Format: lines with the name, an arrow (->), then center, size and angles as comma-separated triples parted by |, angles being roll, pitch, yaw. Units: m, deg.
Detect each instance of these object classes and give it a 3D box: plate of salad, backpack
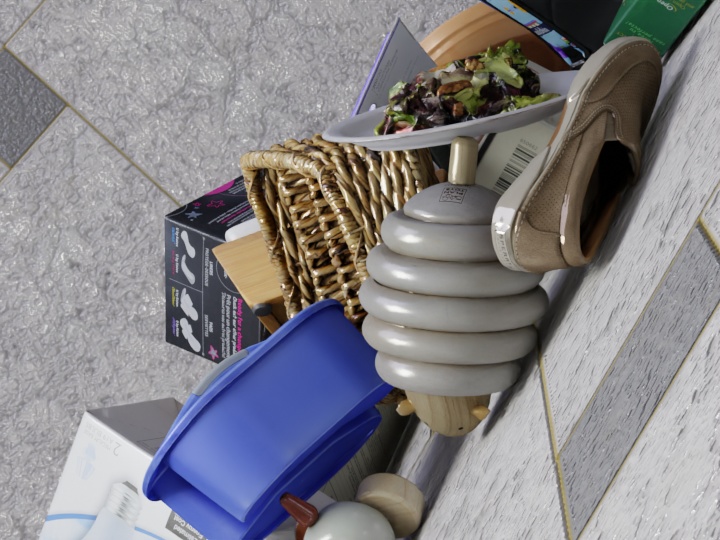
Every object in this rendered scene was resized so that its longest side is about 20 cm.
plate of salad -> 0.069, -0.122, 1.448 | 0.200, 0.199, 0.048 | -77, -24, -78
backpack -> 0.157, -0.280, 1.745 | 0.135, 0.199, 0.183 | -63, 3, -24

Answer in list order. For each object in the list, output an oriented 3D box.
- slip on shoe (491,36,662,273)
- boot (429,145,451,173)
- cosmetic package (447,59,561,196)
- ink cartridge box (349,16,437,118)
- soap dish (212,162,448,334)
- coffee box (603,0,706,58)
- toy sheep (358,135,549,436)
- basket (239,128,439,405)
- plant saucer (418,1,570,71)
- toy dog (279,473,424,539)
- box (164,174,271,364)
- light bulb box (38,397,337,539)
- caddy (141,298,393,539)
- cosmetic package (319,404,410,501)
slip on shoe -> 0.155, -0.074, 1.352 | 0.060, 0.076, 0.200 | 6, 43, 38
boot -> 0.085, -0.084, 1.824 | 0.203, 0.074, 0.154 | -27, -13, -18
cosmetic package -> 0.125, -0.090, 1.626 | 0.104, 0.087, 0.200 | -61, 3, 15
ink cartridge box -> 0.016, -0.097, 1.834 | 0.199, 0.043, 0.200 | -66, -27, -10
soap dish -> 0.000, 0.000, 1.721 | 0.157, 0.199, 0.082 | 56, -161, -58
coffee box -> 0.242, -0.238, 1.454 | 0.123, 0.044, 0.200 | -63, 4, -35
toy sheep -> 0.062, 0.012, 1.388 | 0.138, 0.137, 0.202 | -79, -12, -80
basket -> -0.002, 0.000, 1.571 | 0.143, 0.148, 0.201 | -79, -26, -73
plant saucer -> 0.126, -0.184, 1.985 | 0.199, 0.038, 0.201 | -21, -26, -11
toy dog -> -0.036, 0.215, 1.492 | 0.201, 0.096, 0.132 | -60, 3, 27
box -> -0.070, -0.009, 1.899 | 0.200, 0.114, 0.133 | -31, -48, -46
light bulb box -> -0.143, 0.235, 1.648 | 0.125, 0.198, 0.201 | -3, -62, -58
caddy -> -0.068, 0.105, 1.499 | 0.200, 0.105, 0.142 | -40, -15, -29
cosmetic package -> -0.028, 0.151, 1.771 | 0.201, 0.073, 0.104 | -62, -31, -35
